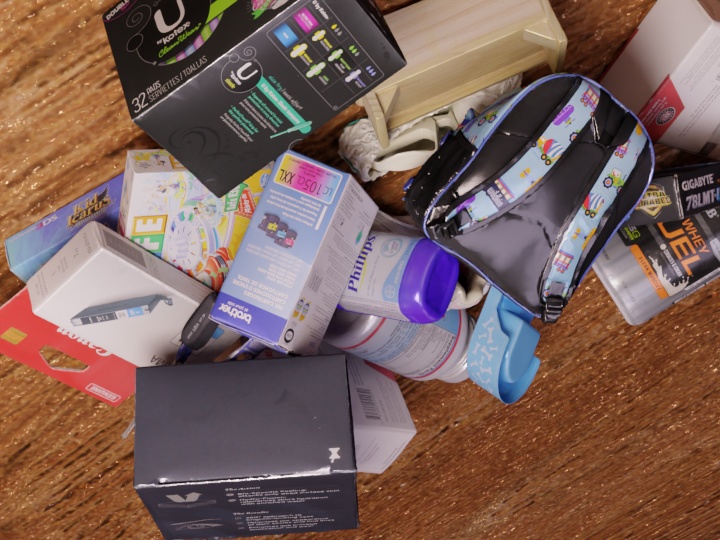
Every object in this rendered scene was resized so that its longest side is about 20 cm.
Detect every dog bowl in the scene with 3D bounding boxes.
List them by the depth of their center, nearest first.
[{"bbox_3d":[0.177,0.047,1.475,0.111,0.049,0.201,33,77,-60],"label":"dog bowl"}]

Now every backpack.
[{"bbox_3d":[0.159,-0.085,1.211,0.182,0.135,0.200,34,98,-21],"label":"backpack"}]

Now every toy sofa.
[{"bbox_3d":[0.086,-0.203,1.225,0.199,0.098,0.083,-24,165,-1],"label":"toy sofa"}]

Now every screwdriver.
[{"bbox_3d":[-0.178,0.097,1.255,0.029,0.028,0.201,27,119,-10],"label":"screwdriver"}]

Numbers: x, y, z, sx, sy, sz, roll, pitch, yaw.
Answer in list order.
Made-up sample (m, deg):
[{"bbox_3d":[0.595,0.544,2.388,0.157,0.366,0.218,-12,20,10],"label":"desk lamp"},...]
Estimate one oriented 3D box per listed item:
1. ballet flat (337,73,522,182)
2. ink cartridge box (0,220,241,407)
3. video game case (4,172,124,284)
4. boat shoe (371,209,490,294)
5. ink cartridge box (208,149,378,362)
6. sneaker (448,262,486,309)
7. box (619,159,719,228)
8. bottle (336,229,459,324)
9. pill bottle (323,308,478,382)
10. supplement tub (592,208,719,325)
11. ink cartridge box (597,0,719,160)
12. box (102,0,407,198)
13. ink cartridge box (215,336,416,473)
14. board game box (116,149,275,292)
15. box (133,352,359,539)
[{"bbox_3d":[0.076,-0.138,1.289,0.199,0.072,0.072,-24,140,-2],"label":"ballet flat"},{"bbox_3d":[-0.236,0.060,1.243,0.176,0.045,0.200,-40,137,16],"label":"ink cartridge box"},{"bbox_3d":[-0.215,-0.013,1.299,0.199,0.046,0.182,-29,139,6],"label":"video game case"},{"bbox_3d":[0.075,-0.035,1.405,0.199,0.072,0.069,26,92,-30],"label":"boat shoe"},{"bbox_3d":[-0.065,0.004,1.221,0.136,0.076,0.201,42,70,-74],"label":"ink cartridge box"},{"bbox_3d":[0.114,-0.048,1.339,0.081,0.088,0.202,9,94,-35],"label":"sneaker"},{"bbox_3d":[0.287,-0.074,1.343,0.199,0.050,0.198,-8,-175,44],"label":"box"},{"bbox_3d":[0.000,0.000,1.317,0.065,0.199,0.084,39,67,-49],"label":"bottle"},{"bbox_3d":[0.049,0.058,1.454,0.109,0.109,0.199,-43,137,21],"label":"pill bottle"},{"bbox_3d":[0.361,-0.037,1.493,0.199,0.123,0.123,-33,139,10],"label":"supplement tub"},{"bbox_3d":[0.367,-0.199,1.350,0.199,0.083,0.147,9,131,-33],"label":"ink cartridge box"},{"bbox_3d":[-0.089,-0.190,1.087,0.199,0.149,0.124,-34,138,12],"label":"box"},{"bbox_3d":[-0.057,0.141,1.463,0.199,0.146,0.085,12,130,-34],"label":"ink cartridge box"},{"bbox_3d":[-0.163,-0.027,1.246,0.133,0.034,0.201,-4,135,-22],"label":"board game box"},{"bbox_3d":[-0.102,0.171,1.242,0.195,0.118,0.200,-4,155,-1],"label":"box"}]
